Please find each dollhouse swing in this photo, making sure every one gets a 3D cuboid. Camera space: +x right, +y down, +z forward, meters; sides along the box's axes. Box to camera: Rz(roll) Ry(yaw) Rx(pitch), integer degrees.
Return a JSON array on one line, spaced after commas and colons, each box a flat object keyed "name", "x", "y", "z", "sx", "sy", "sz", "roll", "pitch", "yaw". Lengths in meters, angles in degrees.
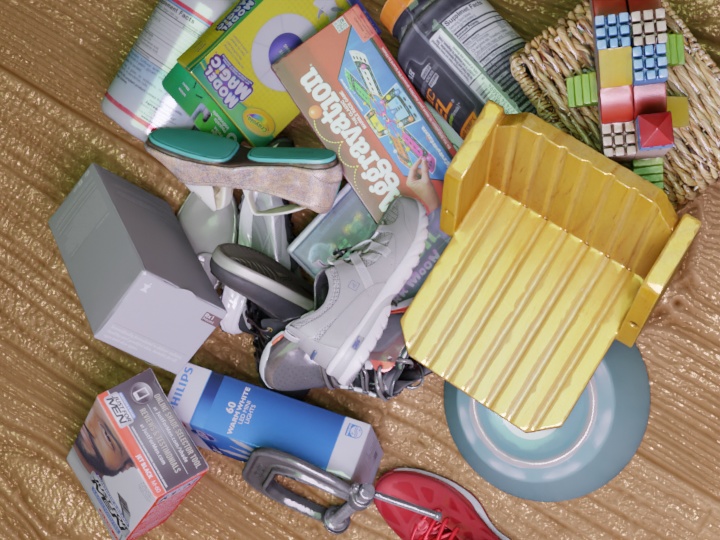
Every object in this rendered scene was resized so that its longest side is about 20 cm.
[{"name": "dollhouse swing", "x": 0.138, "y": 0.008, "z": 1.032, "sx": 0.199, "sy": 0.182, "sz": 0.177, "roll": 33, "pitch": 72, "yaw": 14}]

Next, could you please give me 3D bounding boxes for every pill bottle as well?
[{"name": "pill bottle", "x": -0.168, "y": -0.221, "z": 1.249, "sx": 0.108, "sy": 0.109, "sz": 0.201, "roll": 33, "pitch": 95, "yaw": 14}, {"name": "pill bottle", "x": 0.106, "y": -0.192, "z": 1.177, "sx": 0.106, "sy": 0.106, "sz": 0.200, "roll": -42, "pitch": 78, "yaw": 9}]

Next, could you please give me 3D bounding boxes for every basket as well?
[{"name": "basket", "x": 0.242, "y": -0.145, "z": 1.118, "sx": 0.148, "sy": 0.143, "sz": 0.201, "roll": -37, "pitch": 85, "yaw": 8}]

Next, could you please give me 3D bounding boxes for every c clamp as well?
[{"name": "c clamp", "x": -0.033, "y": 0.215, "z": 1.166, "sx": 0.169, "sy": 0.200, "sz": 0.027, "roll": 26, "pitch": 68, "yaw": -8}]

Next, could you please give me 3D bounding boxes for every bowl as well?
[{"name": "bowl", "x": 0.165, "y": 0.118, "z": 1.148, "sx": 0.198, "sy": 0.105, "sz": 0.204, "roll": -1, "pitch": 86, "yaw": 14}]

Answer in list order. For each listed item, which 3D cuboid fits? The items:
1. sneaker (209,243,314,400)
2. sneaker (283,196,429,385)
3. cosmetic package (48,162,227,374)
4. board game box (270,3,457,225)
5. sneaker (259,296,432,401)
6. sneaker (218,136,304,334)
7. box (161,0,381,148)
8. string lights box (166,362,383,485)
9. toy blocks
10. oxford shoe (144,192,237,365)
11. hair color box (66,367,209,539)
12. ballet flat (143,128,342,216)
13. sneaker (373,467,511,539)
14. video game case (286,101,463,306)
[{"name": "sneaker", "x": -0.085, "y": 0.057, "z": 1.176, "sx": 0.107, "sy": 0.199, "sz": 0.075, "roll": -51, "pitch": 41, "yaw": 7}, {"name": "sneaker", "x": 0.000, "y": 0.000, "z": 1.095, "sx": 0.081, "sy": 0.075, "sz": 0.201, "roll": 30, "pitch": 51, "yaw": -4}, {"name": "cosmetic package", "x": -0.215, "y": -0.005, "z": 1.184, "sx": 0.090, "sy": 0.106, "sz": 0.201, "roll": -48, "pitch": 40, "yaw": 14}, {"name": "board game box", "x": 0.012, "y": -0.139, "z": 1.179, "sx": 0.102, "sy": 0.019, "sz": 0.201, "roll": -35, "pitch": 91, "yaw": 1}, {"name": "sneaker", "x": 0.005, "y": 0.080, "z": 1.131, "sx": 0.197, "sy": 0.078, "sz": 0.082, "roll": -16, "pitch": 42, "yaw": 2}, {"name": "sneaker", "x": -0.087, "y": -0.032, "z": 1.245, "sx": 0.078, "sy": 0.074, "sz": 0.203, "roll": 11, "pitch": 95, "yaw": 3}, {"name": "box", "x": -0.087, "y": -0.208, "z": 1.205, "sx": 0.200, "sy": 0.117, "sz": 0.048, "roll": -44, "pitch": 36, "yaw": -2}, {"name": "string lights box", "x": -0.083, "y": 0.157, "z": 1.206, "sx": 0.197, "sy": 0.103, "sz": 0.060, "roll": 16, "pitch": 70, "yaw": 15}, {"name": "toy blocks", "x": 0.212, "y": -0.167, "z": 0.981, "sx": 0.098, "sy": 0.137, "sz": 0.203, "roll": -5, "pitch": 89, "yaw": 9}, {"name": "oxford shoe", "x": -0.181, "y": 0.003, "z": 1.269, "sx": 0.074, "sy": 0.058, "sz": 0.202, "roll": 25, "pitch": 91, "yaw": 18}, {"name": "hair color box", "x": -0.220, "y": 0.186, "z": 1.202, "sx": 0.063, "sy": 0.200, "sz": 0.112, "roll": -26, "pitch": 77, "yaw": -31}, {"name": "ballet flat", "x": -0.114, "y": -0.087, "z": 1.176, "sx": 0.197, "sy": 0.068, "sz": 0.068, "roll": 10, "pitch": 116, "yaw": 17}, {"name": "sneaker", "x": 0.088, "y": 0.255, "z": 1.155, "sx": 0.199, "sy": 0.115, "sz": 0.079, "roll": 31, "pitch": 95, "yaw": 14}, {"name": "video game case", "x": 0.059, "y": -0.029, "z": 1.199, "sx": 0.182, "sy": 0.023, "sz": 0.200, "roll": 44, "pitch": 90, "yaw": 6}]
